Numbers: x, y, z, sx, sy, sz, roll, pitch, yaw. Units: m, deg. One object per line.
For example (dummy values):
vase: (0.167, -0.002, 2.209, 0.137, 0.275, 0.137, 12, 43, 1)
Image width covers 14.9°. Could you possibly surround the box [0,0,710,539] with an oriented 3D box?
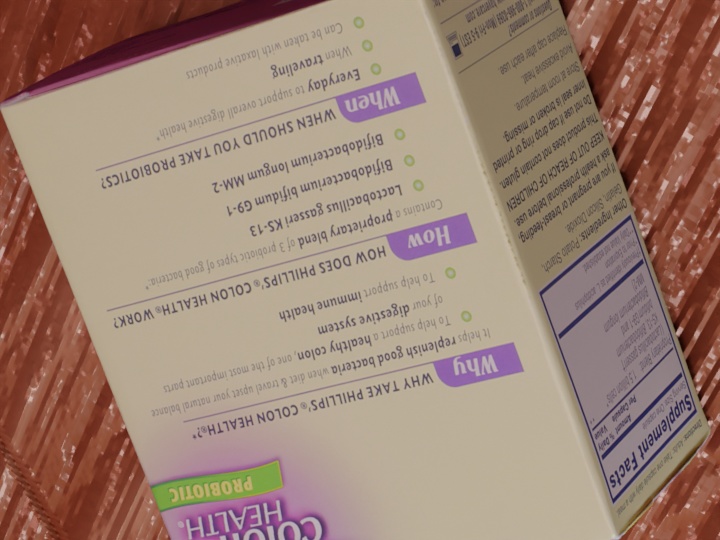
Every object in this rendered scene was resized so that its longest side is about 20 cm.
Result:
box: (0.000, 0.000, 0.958, 0.175, 0.097, 0.201, -15, 101, 32)
